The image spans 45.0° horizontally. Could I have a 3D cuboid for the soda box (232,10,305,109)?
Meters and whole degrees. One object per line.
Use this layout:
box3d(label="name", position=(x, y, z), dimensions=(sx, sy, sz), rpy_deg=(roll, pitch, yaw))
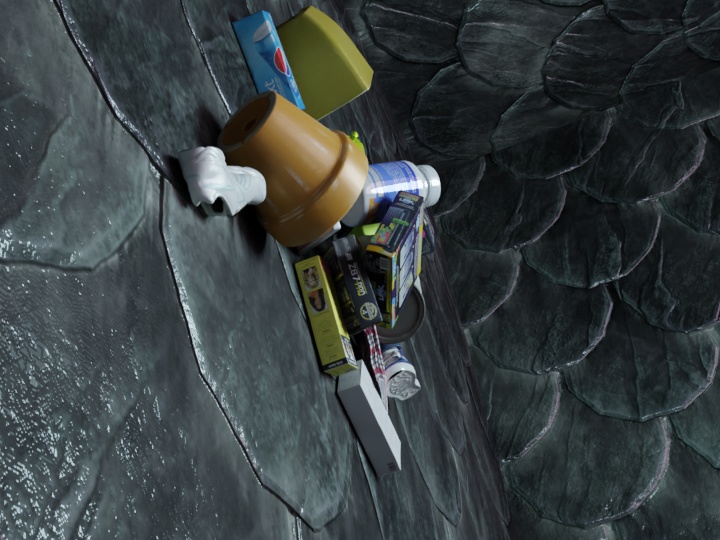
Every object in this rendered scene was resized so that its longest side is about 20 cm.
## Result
box3d(label="soda box", position=(-0.179, -0.400, 1.708), dimensions=(0.064, 0.067, 0.202), rpy_deg=(-61, 132, -76))

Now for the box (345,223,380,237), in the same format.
box3d(label="box", position=(0.028, -0.061, 1.771), dimensions=(0.200, 0.121, 0.048), rpy_deg=(-43, -117, 60))

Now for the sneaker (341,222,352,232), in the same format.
box3d(label="sneaker", position=(0.010, -0.108, 1.891), dimensions=(0.200, 0.081, 0.074), rpy_deg=(-152, -97, -80))

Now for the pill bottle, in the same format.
box3d(label="pill bottle", position=(0.054, -0.151, 1.672), dimensions=(0.112, 0.198, 0.113), rpy_deg=(22, -62, 52))

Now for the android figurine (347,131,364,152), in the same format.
box3d(label="android figurine", position=(-0.046, -0.190, 1.762), dimensions=(0.041, 0.200, 0.183), rpy_deg=(11, 48, -24))

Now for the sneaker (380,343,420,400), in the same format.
box3d(label="sneaker", position=(0.056, 0.187, 1.829), dimensions=(0.147, 0.080, 0.200), rpy_deg=(57, 2, 24))

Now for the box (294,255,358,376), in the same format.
box3d(label="box", position=(-0.060, 0.080, 1.525), dimensions=(0.075, 0.050, 0.202), rpy_deg=(45, 27, -70))

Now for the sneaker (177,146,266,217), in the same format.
box3d(label="sneaker", position=(-0.189, -0.108, 1.202), dimensions=(0.200, 0.070, 0.081), rpy_deg=(19, 62, -69))

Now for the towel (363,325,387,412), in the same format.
box3d(label="towel", position=(0.025, 0.194, 1.702), dimensions=(0.201, 0.030, 0.147), rpy_deg=(-102, -174, -50))

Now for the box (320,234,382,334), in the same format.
box3d(label="box", position=(-0.024, 0.035, 1.605), dimensions=(0.200, 0.049, 0.163), rpy_deg=(136, -66, -75))

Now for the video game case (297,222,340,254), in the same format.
box3d(label="video game case", position=(-0.102, -0.145, 1.548), dimensions=(0.143, 0.017, 0.202), rpy_deg=(-31, -106, 56))

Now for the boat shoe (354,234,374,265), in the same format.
box3d(label="boat shoe", position=(-0.001, -0.002, 1.704), dimensions=(0.201, 0.063, 0.074), rpy_deg=(103, -35, -53))

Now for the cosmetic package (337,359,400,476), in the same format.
box3d(label="cosmetic package", position=(0.017, 0.270, 1.586), dimensions=(0.083, 0.050, 0.201), rpy_deg=(-81, 150, -63))

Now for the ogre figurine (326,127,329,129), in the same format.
box3d(label="ogre figurine", position=(-0.092, -0.183, 1.671), dimensions=(0.202, 0.097, 0.120), rpy_deg=(-67, 160, 1))

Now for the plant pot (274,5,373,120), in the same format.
box3d(label="plant pot", position=(-0.106, -0.442, 1.845), dimensions=(0.201, 0.194, 0.195), rpy_deg=(58, 15, -19))

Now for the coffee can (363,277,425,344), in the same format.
box3d(label="coffee can", position=(0.062, 0.057, 1.869), dimensions=(0.200, 0.145, 0.148), rpy_deg=(-85, 154, -77))

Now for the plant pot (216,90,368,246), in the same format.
box3d(label="plant pot", position=(-0.119, -0.171, 1.360), dimensions=(0.183, 0.199, 0.201), rpy_deg=(43, 25, -32))

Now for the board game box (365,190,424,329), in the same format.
box3d(label="board game box", position=(0.063, -0.019, 1.610), dimensions=(0.201, 0.056, 0.166), rpy_deg=(89, 22, -47))

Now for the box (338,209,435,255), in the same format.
box3d(label="box", position=(0.063, -0.082, 2.012), dimensions=(0.132, 0.198, 0.116), rpy_deg=(-81, 151, -67))
